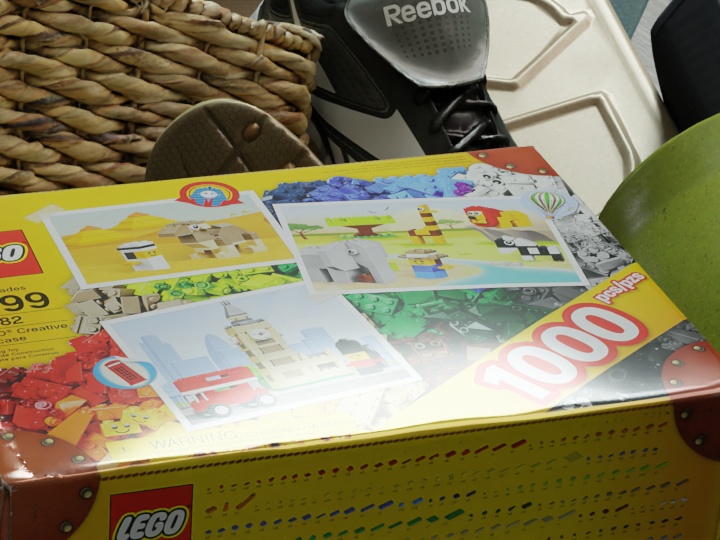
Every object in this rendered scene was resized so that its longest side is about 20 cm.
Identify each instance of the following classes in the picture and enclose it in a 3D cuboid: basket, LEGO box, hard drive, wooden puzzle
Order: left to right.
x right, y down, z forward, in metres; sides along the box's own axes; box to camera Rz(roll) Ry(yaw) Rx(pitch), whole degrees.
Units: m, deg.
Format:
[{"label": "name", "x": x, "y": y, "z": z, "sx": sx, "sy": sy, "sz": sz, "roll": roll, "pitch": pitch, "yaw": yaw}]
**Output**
[{"label": "basket", "x": -0.126, "y": -0.024, "z": 0.872, "sx": 0.142, "sy": 0.150, "sz": 0.200, "roll": 2, "pitch": -5, "yaw": 37}, {"label": "LEGO box", "x": -0.018, "y": 0.038, "z": 0.709, "sx": 0.199, "sy": 0.077, "sz": 0.149, "roll": -6, "pitch": 31, "yaw": -20}, {"label": "wooden puzzle", "x": 0.025, "y": -0.042, "z": 0.997, "sx": 0.046, "sy": 0.184, "sz": 0.200, "roll": 81, "pitch": -10, "yaw": -55}, {"label": "hard drive", "x": 0.161, "y": -0.023, "z": 0.997, "sx": 0.200, "sy": 0.042, "sz": 0.135, "roll": 56, "pitch": 11, "yaw": -65}]

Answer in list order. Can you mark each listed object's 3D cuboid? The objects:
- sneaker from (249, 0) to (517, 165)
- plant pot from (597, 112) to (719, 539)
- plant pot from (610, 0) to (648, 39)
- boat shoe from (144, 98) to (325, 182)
[{"label": "sneaker", "x": 0.021, "y": -0.059, "z": 0.917, "sx": 0.066, "sy": 0.091, "sz": 0.200, "roll": -13, "pitch": 51, "yaw": -29}, {"label": "plant pot", "x": 0.156, "y": 0.053, "z": 0.800, "sx": 0.200, "sy": 0.200, "sz": 0.193, "roll": 19, "pitch": 43, "yaw": -37}, {"label": "plant pot", "x": 0.095, "y": -0.254, "z": 1.704, "sx": 0.196, "sy": 0.200, "sz": 0.196, "roll": 14, "pitch": 23, "yaw": -47}, {"label": "boat shoe", "x": -0.005, "y": 0.031, "z": 0.848, "sx": 0.200, "sy": 0.072, "sz": 0.068, "roll": 55, "pitch": 5, "yaw": -11}]
